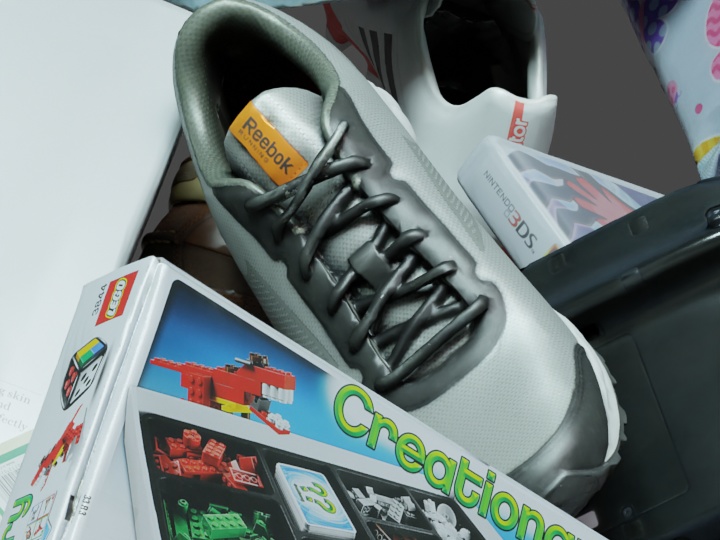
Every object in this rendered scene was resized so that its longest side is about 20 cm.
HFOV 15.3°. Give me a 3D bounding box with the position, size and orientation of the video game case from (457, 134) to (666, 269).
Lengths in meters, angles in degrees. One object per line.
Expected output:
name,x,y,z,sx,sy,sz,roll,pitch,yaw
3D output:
video game case,0.141,0.042,0.840,0.199,0.023,0.183,15,31,-43

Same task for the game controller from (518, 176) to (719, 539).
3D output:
game controller,0.044,0.051,0.743,0.042,0.199,0.105,41,25,-57

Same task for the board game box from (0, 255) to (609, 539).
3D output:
board game box,0.005,0.101,0.603,0.199,0.035,0.127,33,58,-27

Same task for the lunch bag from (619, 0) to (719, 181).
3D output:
lunch bag,0.199,-0.086,0.987,0.199,0.127,0.170,27,30,-34

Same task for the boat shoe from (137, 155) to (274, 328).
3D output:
boat shoe,0.018,0.040,0.826,0.199,0.072,0.068,29,71,1

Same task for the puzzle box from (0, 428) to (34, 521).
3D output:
puzzle box,-0.072,0.105,0.620,0.199,0.026,0.133,-24,61,-41

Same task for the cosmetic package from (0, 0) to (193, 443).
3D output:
cosmetic package,-0.123,-0.002,0.761,0.112,0.081,0.201,24,48,-4

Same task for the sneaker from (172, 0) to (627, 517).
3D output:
sneaker,0.000,0.000,0.719,0.074,0.079,0.200,-38,48,2

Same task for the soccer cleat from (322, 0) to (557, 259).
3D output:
soccer cleat,0.031,-0.086,0.961,0.068,0.086,0.201,5,40,-16

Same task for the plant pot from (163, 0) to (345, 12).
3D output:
plant pot,-0.007,-0.214,0.931,0.194,0.202,0.196,-9,20,-24
